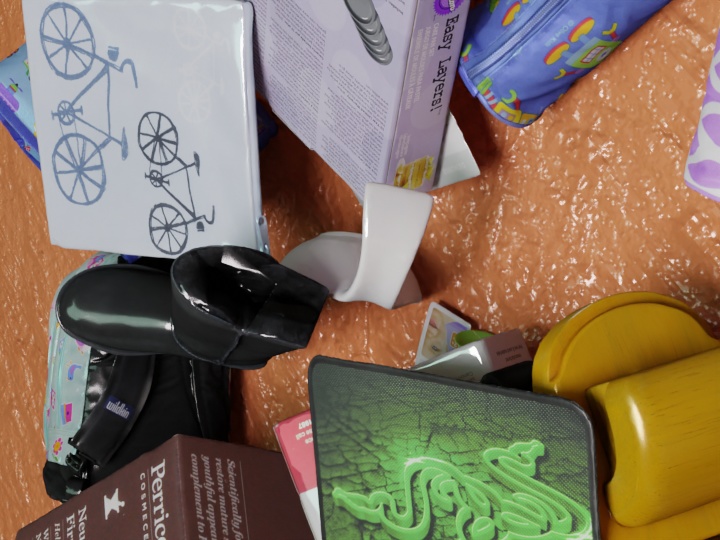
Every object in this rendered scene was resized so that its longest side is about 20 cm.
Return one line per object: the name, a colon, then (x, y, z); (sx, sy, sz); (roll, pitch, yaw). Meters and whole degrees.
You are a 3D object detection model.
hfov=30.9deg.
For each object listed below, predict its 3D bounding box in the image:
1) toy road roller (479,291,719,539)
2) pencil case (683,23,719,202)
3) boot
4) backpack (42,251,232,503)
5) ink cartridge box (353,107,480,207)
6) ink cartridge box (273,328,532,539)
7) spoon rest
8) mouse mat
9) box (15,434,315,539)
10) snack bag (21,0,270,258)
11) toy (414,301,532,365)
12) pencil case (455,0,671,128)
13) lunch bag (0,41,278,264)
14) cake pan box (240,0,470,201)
toy road roller: (0.151, 0.110, 0.645); (0.146, 0.122, 0.201); (138, 116, -71)
pencil case: (0.218, -0.122, 0.627); (0.084, 0.085, 0.201); (-104, 25, -71)
boot: (-0.117, 0.023, 0.845); (0.200, 0.164, 0.066); (153, 124, -78)
backpack: (-0.175, 0.079, 1.016); (0.126, 0.166, 0.201); (-4, 82, 47)
ink cartridge box: (0.011, -0.148, 0.849); (0.160, 0.047, 0.201); (-13, 104, 62)
ink cartridge box: (0.057, 0.155, 0.769); (0.145, 0.083, 0.201); (-24, 83, 22)
spoon rest: (0.000, 0.000, 0.817); (0.200, 0.099, 0.061); (127, 153, -75)
mouse mat: (0.043, 0.131, 0.678); (0.200, 0.008, 0.162); (5, 105, 45)
box: (-0.112, 0.230, 0.882); (0.200, 0.164, 0.167); (-33, 54, 36)
snack bag: (-0.145, -0.099, 0.883); (0.199, 0.021, 0.189); (7, 109, 29)
toy: (0.052, 0.135, 0.847); (0.115, 0.047, 0.201); (31, 115, 43)
pencil case: (0.129, -0.161, 0.711); (0.200, 0.087, 0.078); (-42, 74, 42)
lunch bag: (-0.169, -0.110, 0.994); (0.200, 0.150, 0.094); (44, 167, 28)
cake pan box: (-0.021, -0.161, 0.788); (0.200, 0.052, 0.185); (46, 147, 29)
